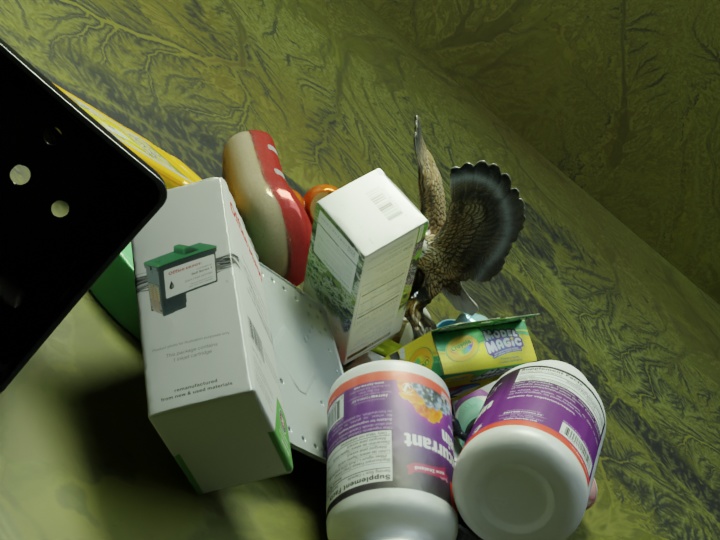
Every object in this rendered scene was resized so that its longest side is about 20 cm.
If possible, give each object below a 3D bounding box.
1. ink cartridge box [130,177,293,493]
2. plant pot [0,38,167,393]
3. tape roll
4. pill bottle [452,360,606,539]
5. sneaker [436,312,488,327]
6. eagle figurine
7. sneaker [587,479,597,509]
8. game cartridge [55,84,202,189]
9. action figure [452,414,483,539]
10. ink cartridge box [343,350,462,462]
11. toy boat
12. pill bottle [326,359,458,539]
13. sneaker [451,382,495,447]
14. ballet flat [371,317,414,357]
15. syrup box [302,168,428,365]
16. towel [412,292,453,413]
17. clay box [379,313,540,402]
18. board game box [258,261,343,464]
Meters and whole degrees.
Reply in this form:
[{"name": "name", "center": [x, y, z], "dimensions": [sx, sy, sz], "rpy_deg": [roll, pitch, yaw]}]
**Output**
[{"name": "ink cartridge box", "center": [-0.118, 0.050, 1.077], "dimensions": [0.146, 0.084, 0.200], "rpy_deg": [74, 3, -56]}, {"name": "plant pot", "center": [-0.271, -0.062, 1.019], "dimensions": [0.199, 0.200, 0.177], "rpy_deg": [41, 8, -9]}, {"name": "tape roll", "center": [-0.177, 0.008, 1.282], "dimensions": [0.200, 0.048, 0.200], "rpy_deg": [40, 18, -15]}, {"name": "pill bottle", "center": [0.152, 0.151, 1.190], "dimensions": [0.112, 0.112, 0.200], "rpy_deg": [43, 25, -1]}, {"name": "sneaker", "center": [0.121, 0.089, 1.595], "dimensions": [0.082, 0.074, 0.200], "rpy_deg": [42, -22, 5]}, {"name": "eagle figurine", "center": [0.083, -0.040, 1.438], "dimensions": [0.152, 0.200, 0.151], "rpy_deg": [26, 10, 1]}, {"name": "sneaker", "center": [0.204, 0.204, 1.622], "dimensions": [0.200, 0.075, 0.105], "rpy_deg": [53, 14, 14]}, {"name": "game cartridge", "center": [-0.231, -0.119, 1.402], "dimensions": [0.200, 0.032, 0.176], "rpy_deg": [28, 7, -39]}, {"name": "action figure", "center": [0.136, 0.214, 1.271], "dimensions": [0.149, 0.134, 0.200], "rpy_deg": [2, 19, 16]}, {"name": "ink cartridge box", "center": [0.032, 0.163, 1.393], "dimensions": [0.176, 0.045, 0.200], "rpy_deg": [27, 24, -46]}, {"name": "toy boat", "center": [-0.077, -0.065, 1.482], "dimensions": [0.130, 0.131, 0.200], "rpy_deg": [-3, 35, -12]}, {"name": "pill bottle", "center": [0.026, 0.186, 1.166], "dimensions": [0.111, 0.111, 0.200], "rpy_deg": [32, 40, -32]}, {"name": "sneaker", "center": [0.157, 0.180, 1.502], "dimensions": [0.140, 0.078, 0.200], "rpy_deg": [-104, 167, -55]}, {"name": "ballet flat", "center": [0.017, 0.069, 1.519], "dimensions": [0.200, 0.067, 0.067], "rpy_deg": [32, -2, -31]}, {"name": "syrup box", "center": [0.000, 0.000, 1.363], "dimensions": [0.079, 0.081, 0.200], "rpy_deg": [49, -26, 23]}, {"name": "towel", "center": [0.068, 0.081, 1.589], "dimensions": [0.147, 0.024, 0.200], "rpy_deg": [78, -13, -48]}, {"name": "clay box", "center": [0.077, 0.094, 1.301], "dimensions": [0.115, 0.200, 0.048], "rpy_deg": [-6, 73, -35]}, {"name": "board game box", "center": [-0.070, 0.087, 1.250], "dimensions": [0.200, 0.026, 0.200], "rpy_deg": [36, 31, -52]}]
